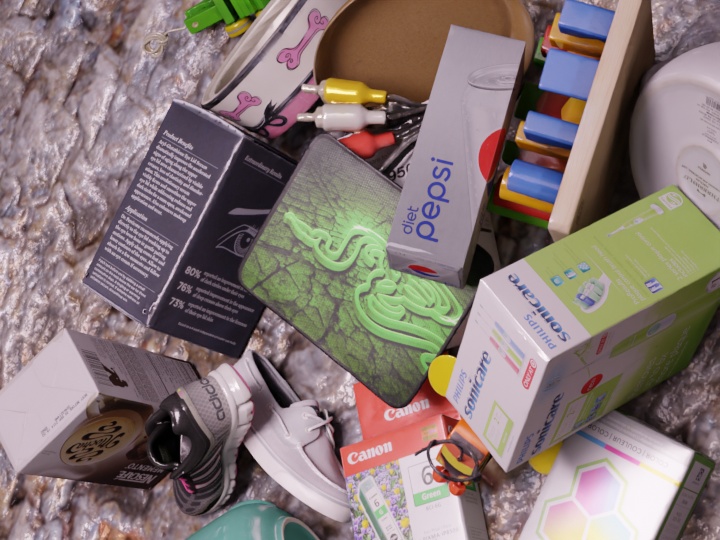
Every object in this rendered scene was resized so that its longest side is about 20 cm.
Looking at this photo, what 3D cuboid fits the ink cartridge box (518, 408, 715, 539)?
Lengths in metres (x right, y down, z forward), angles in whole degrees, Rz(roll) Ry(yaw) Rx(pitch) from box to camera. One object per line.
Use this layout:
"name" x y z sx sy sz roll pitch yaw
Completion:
"ink cartridge box" 0.189 0.215 1.184 0.103 0.059 0.202 26 91 34

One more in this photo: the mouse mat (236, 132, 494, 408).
"mouse mat" 0.000 0.000 1.270 0.199 0.008 0.162 37 108 15

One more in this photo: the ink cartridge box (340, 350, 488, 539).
"ink cartridge box" 0.042 0.176 1.294 0.108 0.050 0.203 -21 67 25

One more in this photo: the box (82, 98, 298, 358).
"box" -0.146 -0.038 1.416 0.104 0.148 0.202 28 91 35

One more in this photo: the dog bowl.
"dog bowl" -0.062 -0.210 1.404 0.200 0.074 0.201 -48 15 17

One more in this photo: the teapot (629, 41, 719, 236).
"teapot" 0.312 -0.096 1.149 0.202 0.145 0.197 64 153 3

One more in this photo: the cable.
"cable" 0.045 -0.129 1.278 0.197 0.050 0.099 -10 80 14

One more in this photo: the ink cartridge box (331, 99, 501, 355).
"ink cartridge box" 0.040 -0.030 1.333 0.143 0.084 0.203 -20 66 24

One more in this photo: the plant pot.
"plant pot" 0.054 -0.195 1.307 0.199 0.200 0.028 -29 51 22

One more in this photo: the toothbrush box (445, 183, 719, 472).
"toothbrush box" 0.175 0.043 1.130 0.086 0.198 0.147 51 149 28

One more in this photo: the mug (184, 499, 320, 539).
"mug" -0.091 0.267 1.290 0.114 0.152 0.187 -34 61 16

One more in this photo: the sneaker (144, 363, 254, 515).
"sneaker" -0.159 0.163 1.354 0.074 0.087 0.201 58 147 28

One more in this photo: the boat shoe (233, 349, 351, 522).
"boat shoe" -0.060 0.147 1.361 0.069 0.072 0.200 -55 46 10

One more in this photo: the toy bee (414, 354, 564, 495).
"toy bee" 0.095 0.127 1.221 0.131 0.198 0.109 54 141 26

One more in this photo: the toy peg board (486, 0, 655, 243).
"toy peg board" 0.161 -0.120 1.202 0.097 0.199 0.203 17 85 15

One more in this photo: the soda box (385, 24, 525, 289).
"soda box" 0.080 -0.093 1.215 0.067 0.064 0.203 15 75 9

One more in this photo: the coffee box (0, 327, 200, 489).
"coffee box" -0.235 0.134 1.389 0.113 0.199 0.080 -42 62 14

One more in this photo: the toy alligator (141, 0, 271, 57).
"toy alligator" -0.140 -0.276 1.540 0.198 0.060 0.054 -20 24 27
